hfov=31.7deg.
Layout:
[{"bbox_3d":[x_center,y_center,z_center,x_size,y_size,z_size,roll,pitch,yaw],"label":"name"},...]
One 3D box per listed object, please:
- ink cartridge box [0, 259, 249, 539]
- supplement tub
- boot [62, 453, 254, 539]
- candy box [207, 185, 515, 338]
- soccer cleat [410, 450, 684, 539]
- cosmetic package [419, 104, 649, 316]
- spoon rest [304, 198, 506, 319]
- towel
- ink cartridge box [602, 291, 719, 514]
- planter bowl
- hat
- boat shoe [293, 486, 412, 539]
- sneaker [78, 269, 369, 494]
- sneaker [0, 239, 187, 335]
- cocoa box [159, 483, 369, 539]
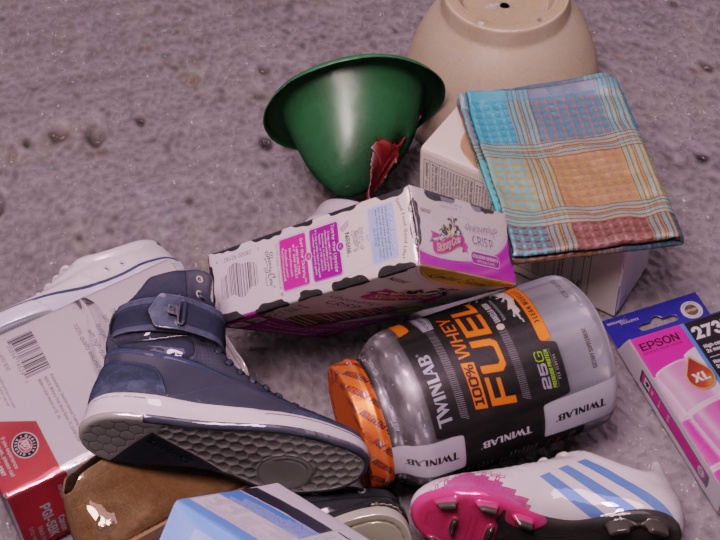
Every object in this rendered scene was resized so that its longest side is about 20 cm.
[{"bbox_3d":[-0.200,0.100,0.984,0.198,0.084,0.147,-25,52,-19],"label":"ink cartridge box"},{"bbox_3d":[0.082,0.088,0.957,0.197,0.123,0.123,-18,49,-13],"label":"supplement tub"},{"bbox_3d":[-0.123,0.141,0.913,0.199,0.073,0.076,-25,90,-41],"label":"boot"},{"bbox_3d":[0.000,0.000,0.972,0.198,0.136,0.062,-18,73,35],"label":"candy box"},{"bbox_3d":[0.135,0.169,0.927,0.197,0.071,0.087,5,36,2],"label":"soccer cleat"},{"bbox_3d":[0.151,-0.054,1.096,0.198,0.106,0.071,26,53,22],"label":"cosmetic package"},{"bbox_3d":[0.032,-0.010,1.090,0.198,0.061,0.100,24,53,23],"label":"spoon rest"},{"bbox_3d":[0.169,-0.089,1.043,0.144,0.022,0.202,-7,47,-5],"label":"towel"},{"bbox_3d":[0.277,0.091,1.006,0.093,0.037,0.201,-16,47,-12],"label":"ink cartridge box"},{"bbox_3d":[0.137,-0.212,1.217,0.197,0.136,0.202,-1,48,1],"label":"planter bowl"},{"bbox_3d":[0.005,-0.073,1.106,0.199,0.165,0.178,12,58,-48],"label":"hat"},{"bbox_3d":[-0.061,0.192,0.908,0.197,0.075,0.066,-17,22,7],"label":"boat shoe"},{"bbox_3d":[-0.087,0.074,0.904,0.199,0.077,0.147,13,43,-10],"label":"sneaker"},{"bbox_3d":[-0.241,0.032,1.066,0.198,0.074,0.071,-20,40,-27],"label":"sneaker"},{"bbox_3d":[-0.067,0.248,0.749,0.132,0.131,0.202,25,95,23],"label":"cocoa box"}]
